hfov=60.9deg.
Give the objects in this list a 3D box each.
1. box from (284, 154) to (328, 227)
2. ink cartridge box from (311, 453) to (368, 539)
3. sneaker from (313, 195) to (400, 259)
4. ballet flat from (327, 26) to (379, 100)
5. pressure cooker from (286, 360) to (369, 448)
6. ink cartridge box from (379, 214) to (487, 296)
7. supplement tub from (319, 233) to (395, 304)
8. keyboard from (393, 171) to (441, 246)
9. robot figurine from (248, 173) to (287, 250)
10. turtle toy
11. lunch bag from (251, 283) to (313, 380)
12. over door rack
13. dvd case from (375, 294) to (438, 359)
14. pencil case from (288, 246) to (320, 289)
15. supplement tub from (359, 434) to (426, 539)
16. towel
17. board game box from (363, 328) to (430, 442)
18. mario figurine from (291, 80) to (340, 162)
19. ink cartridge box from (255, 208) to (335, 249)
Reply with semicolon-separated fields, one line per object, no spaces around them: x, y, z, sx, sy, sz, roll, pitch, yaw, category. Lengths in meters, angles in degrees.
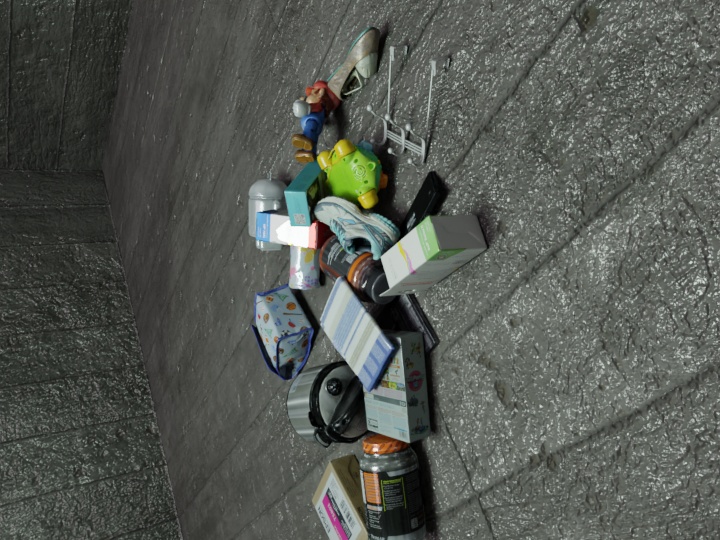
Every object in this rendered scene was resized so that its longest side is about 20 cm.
-0.104;-0.179;1.341;0.048;0.201;0.084;3;123;16;box
-0.024;0.564;1.424;0.201;0.074;0.167;53;133;38;ink cartridge box
-0.022;-0.084;1.232;0.197;0.087;0.078;22;156;27;sneaker
-0.003;-0.428;1.294;0.068;0.067;0.200;60;148;3;ballet flat
-0.055;0.292;1.345;0.199;0.176;0.180;-26;70;55;pressure cooker
0.117;-0.024;1.100;0.200;0.115;0.068;-40;61;50;ink cartridge box
0.000;0.000;1.287;0.199;0.105;0.109;36;122;50;supplement tub
0.115;-0.083;1.185;0.105;0.039;0.202;-96;24;-46;keyboard
-0.241;-0.156;1.627;0.169;0.111;0.204;17;108;61;robot figurine
-0.016;-0.200;1.293;0.199;0.100;0.148;-13;107;58;turtle toy
-0.214;0.173;1.626;0.171;0.122;0.202;59;152;34;lunch bag
0.080;-0.319;1.167;0.147;0.066;0.203;40;126;46;over door rack
0.078;0.145;1.270;0.150;0.016;0.201;61;139;30;dvd case
-0.137;-0.053;1.511;0.091;0.081;0.204;-152;62;-73;pencil case
0.063;0.440;1.234;0.122;0.121;0.204;-11;85;56;supplement tub
-0.010;0.127;1.233;0.201;0.024;0.148;51;136;30;towel
0.066;0.225;1.229;0.146;0.063;0.204;-2;95;55;board game box
-0.119;-0.346;1.383;0.123;0.105;0.203;-29;39;52;mario figurine
-0.125;-0.094;1.386;0.196;0.116;0.069;10;103;23;ink cartridge box
